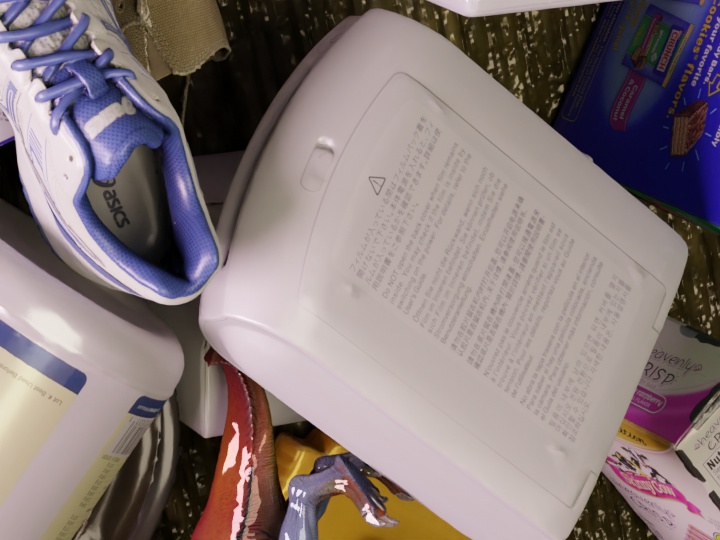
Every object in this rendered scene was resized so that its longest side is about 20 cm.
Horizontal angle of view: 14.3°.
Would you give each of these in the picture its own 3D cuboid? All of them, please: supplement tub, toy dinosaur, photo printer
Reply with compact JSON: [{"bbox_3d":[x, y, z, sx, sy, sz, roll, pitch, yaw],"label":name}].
[{"bbox_3d":[-0.180,0.075,1.155,0.145,0.145,0.201,33,95,-34],"label":"supplement tub"},{"bbox_3d":[-0.057,0.141,1.254,0.181,0.105,0.200,-40,104,14],"label":"toy dinosaur"},{"bbox_3d":[0.031,0.002,1.195,0.200,0.069,0.167,37,65,-27],"label":"photo printer"}]

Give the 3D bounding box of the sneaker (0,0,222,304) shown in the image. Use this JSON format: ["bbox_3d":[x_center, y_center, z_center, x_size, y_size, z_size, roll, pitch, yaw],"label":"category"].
[{"bbox_3d":[-0.106,-0.075,1.069,0.075,0.088,0.201,-38,120,-15],"label":"sneaker"}]

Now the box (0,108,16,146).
[{"bbox_3d":[-0.225,-0.127,1.094,0.183,0.105,0.201,-26,117,-22],"label":"box"}]

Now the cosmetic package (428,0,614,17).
[{"bbox_3d":[0.088,-0.211,1.216,0.199,0.167,0.168,-9,111,-29],"label":"cosmetic package"}]

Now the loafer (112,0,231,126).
[{"bbox_3d":[-0.085,-0.110,1.189,0.067,0.076,0.201,15,104,9],"label":"loafer"}]

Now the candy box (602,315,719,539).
[{"bbox_3d":[0.178,0.105,1.391,0.061,0.136,0.200,-46,122,-11],"label":"candy box"}]

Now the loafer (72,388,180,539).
[{"bbox_3d":[-0.134,0.110,1.242,0.071,0.073,0.201,8,102,-34],"label":"loafer"}]

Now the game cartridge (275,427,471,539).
[{"bbox_3d":[-0.013,0.191,1.370,0.176,0.032,0.201,30,87,-34],"label":"game cartridge"}]

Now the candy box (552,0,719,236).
[{"bbox_3d":[0.193,-0.095,1.296,0.077,0.200,0.170,21,95,-34],"label":"candy box"}]

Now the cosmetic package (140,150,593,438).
[{"bbox_3d":[0.000,0.000,1.281,0.199,0.085,0.108,-6,108,-28],"label":"cosmetic package"}]
